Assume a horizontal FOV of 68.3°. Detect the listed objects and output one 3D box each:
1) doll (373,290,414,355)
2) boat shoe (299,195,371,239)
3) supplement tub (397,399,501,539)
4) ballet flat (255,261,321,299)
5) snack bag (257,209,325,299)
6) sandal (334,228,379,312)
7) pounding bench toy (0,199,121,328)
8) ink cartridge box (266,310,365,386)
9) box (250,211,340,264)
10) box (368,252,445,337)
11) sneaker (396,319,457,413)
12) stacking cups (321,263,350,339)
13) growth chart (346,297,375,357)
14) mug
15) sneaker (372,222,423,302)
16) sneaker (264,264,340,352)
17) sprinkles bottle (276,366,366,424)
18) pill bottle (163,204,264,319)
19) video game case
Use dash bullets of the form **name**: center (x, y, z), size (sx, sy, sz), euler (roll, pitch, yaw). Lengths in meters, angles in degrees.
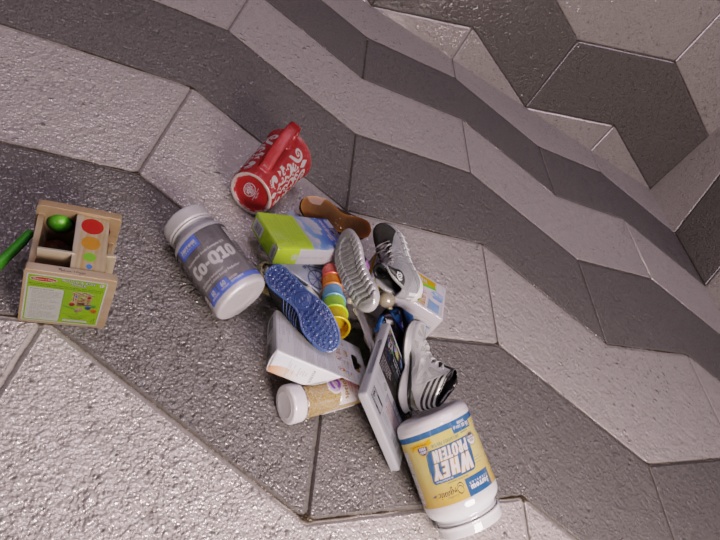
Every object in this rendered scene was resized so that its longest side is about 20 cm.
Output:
- **doll**: center (0.086, 0.139, 1.158), size (0.134, 0.048, 0.205), euler (-20, 86, -41)
- **boat shoe**: center (-0.070, -0.126, 1.328), size (0.196, 0.070, 0.072), euler (25, 84, -24)
- **supplement tub**: center (0.162, 0.356, 0.963), size (0.142, 0.144, 0.205), euler (-10, 73, -43)
- **ballet flat**: center (-0.138, 0.046, 1.102), size (0.197, 0.071, 0.072), euler (31, 39, -11)
- **snack bag**: center (-0.127, -0.037, 1.227), size (0.198, 0.021, 0.190), euler (37, 38, -4)
- **sandal**: center (-0.005, 0.004, 1.128), size (0.049, 0.082, 0.207), euler (19, 42, -45)
- **pounding bench toy**: center (-0.491, -0.021, 0.832), size (0.195, 0.125, 0.159), euler (10, 46, -31)
- **ink cartridge box**: center (-0.083, 0.164, 1.006), size (0.197, 0.051, 0.163), euler (29, 15, -18)
- **box**: center (-0.131, -0.069, 1.178), size (0.196, 0.048, 0.123), euler (1, 41, -43)
- **box**: center (0.091, 0.059, 1.245), size (0.197, 0.102, 0.114), euler (31, 39, -11)
- **sneaker**: center (0.142, 0.186, 1.058), size (0.076, 0.112, 0.205), euler (57, 34, -44)
- **stacking cups**: center (-0.061, 0.058, 1.111), size (0.059, 0.061, 0.202), euler (20, 28, -21)
- **growth chart**: center (0.021, 0.151, 1.108), size (0.145, 0.017, 0.204), euler (58, 9, -55)
- **mug**: center (-0.215, -0.249, 1.249), size (0.129, 0.181, 0.202), euler (12, 41, 16)
- **sneaker**: center (0.059, -0.026, 1.144), size (0.114, 0.075, 0.203), euler (6, 50, -50)
- **sneaker**: center (-0.109, 0.077, 1.014), size (0.070, 0.078, 0.201), euler (-37, 78, -15)
- **sprinkles bottle**: center (-0.059, 0.229, 0.988), size (0.196, 0.069, 0.069), euler (-4, 55, -42)
- **pill bottle**: center (-0.281, -0.020, 1.011), size (0.201, 0.114, 0.113), euler (49, 40, 13)
- **video game case**: center (0.056, 0.239, 1.013), size (0.183, 0.023, 0.204), euler (-65, 141, -51)
